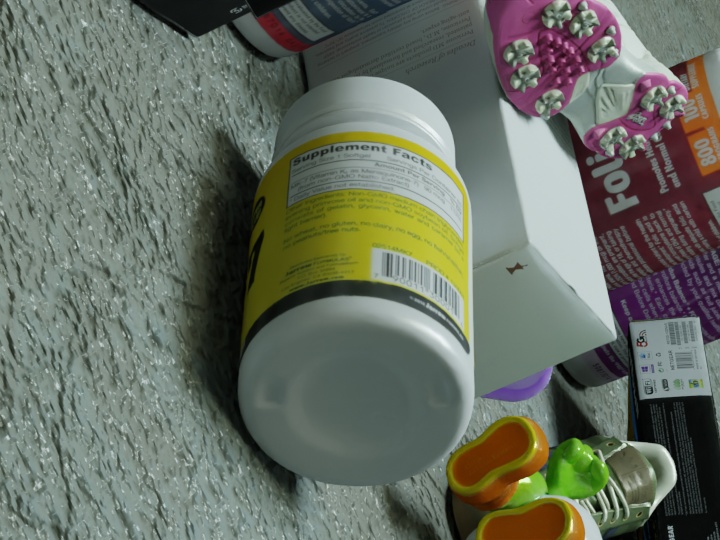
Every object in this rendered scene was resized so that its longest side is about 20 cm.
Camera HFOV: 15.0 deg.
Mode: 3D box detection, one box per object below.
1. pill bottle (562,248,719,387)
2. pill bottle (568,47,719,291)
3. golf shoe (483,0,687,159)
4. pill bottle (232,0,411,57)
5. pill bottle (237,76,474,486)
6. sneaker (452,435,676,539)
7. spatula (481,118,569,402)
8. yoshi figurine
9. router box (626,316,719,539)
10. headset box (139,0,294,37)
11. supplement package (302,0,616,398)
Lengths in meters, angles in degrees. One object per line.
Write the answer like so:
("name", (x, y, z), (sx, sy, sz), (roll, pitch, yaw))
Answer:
("pill bottle", (0.219, -0.007, 1.805), (0.112, 0.200, 0.112), (53, 24, -36))
("pill bottle", (0.151, -0.048, 1.661), (0.114, 0.200, 0.114), (59, 17, -30))
("golf shoe", (0.110, -0.129, 1.518), (0.092, 0.075, 0.200), (59, 12, 30))
("pill bottle", (0.017, -0.207, 1.487), (0.120, 0.200, 0.120), (52, 25, -36))
("pill bottle", (0.000, 0.000, 1.348), (0.114, 0.114, 0.200), (54, 23, -33))
("sneaker", (0.124, 0.125, 1.574), (0.200, 0.090, 0.067), (2, 67, -69))
("spatula", (0.100, -0.021, 1.601), (0.021, 0.056, 0.201), (36, 65, -72))
("yoshi figurine", (0.128, 0.156, 1.465), (0.113, 0.112, 0.200), (-60, 144, -19))
("router box", (0.203, 0.152, 1.732), (0.149, 0.051, 0.200), (84, 2, -46))
("headset box", (-0.056, -0.226, 1.395), (0.077, 0.149, 0.201), (29, 41, -59))
("supplement package", (0.054, -0.046, 1.535), (0.117, 0.117, 0.200), (45, 28, -48))
